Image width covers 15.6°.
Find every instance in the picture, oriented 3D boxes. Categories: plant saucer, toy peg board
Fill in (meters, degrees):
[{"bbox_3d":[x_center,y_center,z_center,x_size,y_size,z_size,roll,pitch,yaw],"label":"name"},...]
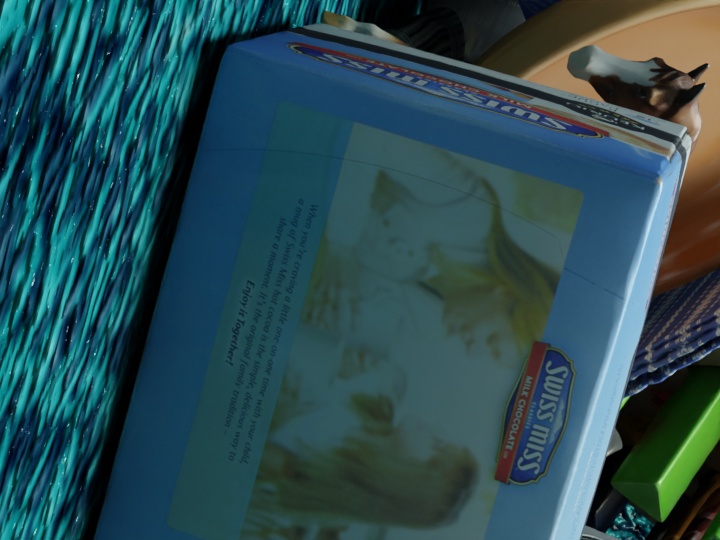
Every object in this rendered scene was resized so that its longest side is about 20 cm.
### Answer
[{"bbox_3d":[0.104,-0.052,1.017,0.201,0.199,0.038,95,-22,-57],"label":"plant saucer"},{"bbox_3d":[0.128,0.085,1.334,0.098,0.200,0.199,-50,179,-29],"label":"toy peg board"}]

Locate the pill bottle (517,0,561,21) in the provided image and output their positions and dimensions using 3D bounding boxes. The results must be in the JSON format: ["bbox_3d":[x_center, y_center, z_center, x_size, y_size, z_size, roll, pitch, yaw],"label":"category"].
[{"bbox_3d":[0.098,-0.157,1.008,0.200,0.111,0.113,61,43,-53],"label":"pill bottle"}]

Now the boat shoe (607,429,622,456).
[{"bbox_3d":[0.040,0.124,1.202,0.200,0.057,0.067,-44,-176,-12],"label":"boat shoe"}]

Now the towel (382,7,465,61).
[{"bbox_3d":[0.000,0.000,1.031,0.193,0.034,0.201,-43,149,-77],"label":"towel"}]

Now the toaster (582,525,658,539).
[{"bbox_3d":[0.062,0.184,1.355,0.200,0.180,0.119,85,29,-73],"label":"toaster"}]

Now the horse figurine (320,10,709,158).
[{"bbox_3d":[0.032,0.003,0.887,0.050,0.132,0.201,-60,165,-67],"label":"horse figurine"}]

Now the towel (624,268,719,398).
[{"bbox_3d":[0.152,0.009,1.129,0.200,0.024,0.145,-32,-169,48],"label":"towel"}]

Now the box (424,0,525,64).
[{"bbox_3d":[0.083,-0.189,1.190,0.200,0.048,0.159,-54,158,-69],"label":"box"}]

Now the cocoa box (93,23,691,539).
[{"bbox_3d":[0.008,0.040,0.783,0.131,0.133,0.201,-36,142,-77],"label":"cocoa box"}]
